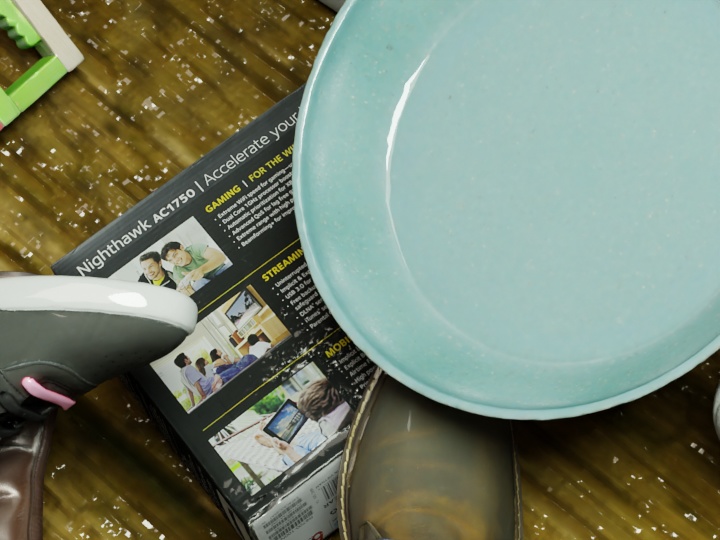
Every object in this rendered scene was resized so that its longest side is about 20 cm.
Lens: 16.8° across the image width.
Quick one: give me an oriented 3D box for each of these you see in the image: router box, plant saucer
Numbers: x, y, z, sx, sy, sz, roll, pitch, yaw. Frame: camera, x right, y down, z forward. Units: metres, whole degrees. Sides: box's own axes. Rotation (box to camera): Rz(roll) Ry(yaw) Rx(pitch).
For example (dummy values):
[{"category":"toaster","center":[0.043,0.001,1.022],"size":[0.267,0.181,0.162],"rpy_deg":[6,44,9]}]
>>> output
[{"category":"router box","center":[0.000,0.000,0.959],"size":[0.199,0.051,0.149],"rpy_deg":[-36,60,-10]},{"category":"plant saucer","center":[0.072,-0.043,0.858],"size":[0.198,0.036,0.202],"rpy_deg":[-7,74,24]}]

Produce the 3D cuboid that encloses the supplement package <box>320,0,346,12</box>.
[{"category":"supplement package","center":[0.029,-0.219,1.036],"size":[0.117,0.118,0.200],"rpy_deg":[34,72,27]}]

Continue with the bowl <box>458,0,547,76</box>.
[{"category":"bowl","center":[0.125,-0.134,0.969],"size":[0.199,0.105,0.203],"rpy_deg":[-1,70,4]}]

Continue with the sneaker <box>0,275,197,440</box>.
[{"category":"sneaker","center":[-0.147,0.064,0.871],"size":[0.198,0.071,0.100],"rpy_deg":[-12,69,15]}]

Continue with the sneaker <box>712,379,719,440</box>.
[{"category":"sneaker","center":[0.218,0.063,0.830],"size":[0.199,0.081,0.146],"rpy_deg":[20,27,28]}]

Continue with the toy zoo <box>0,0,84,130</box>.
[{"category":"toy zoo","center":[-0.227,-0.076,1.004],"size":[0.200,0.020,0.131],"rpy_deg":[-44,107,-19]}]

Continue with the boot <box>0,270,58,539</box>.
[{"category":"boot","center":[-0.197,0.106,0.937],"size":[0.185,0.064,0.202],"rpy_deg":[-7,71,25]}]

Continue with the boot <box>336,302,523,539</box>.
[{"category":"boot","center":[0.031,0.105,0.844],"size":[0.074,0.097,0.202],"rpy_deg":[10,79,-12]}]
